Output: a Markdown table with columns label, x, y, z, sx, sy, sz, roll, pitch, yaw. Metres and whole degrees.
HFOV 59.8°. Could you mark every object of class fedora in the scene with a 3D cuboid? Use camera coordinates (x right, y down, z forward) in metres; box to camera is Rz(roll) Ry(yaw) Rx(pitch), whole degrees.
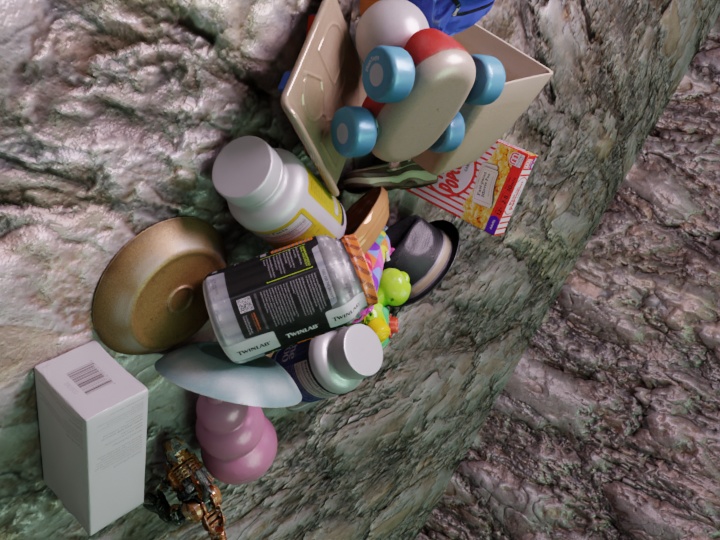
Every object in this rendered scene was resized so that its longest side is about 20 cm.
| label | x | y | z | sx | sy | sz | roll | pitch | yaw |
| --- | --- | --- | --- | --- | --- | --- | --- | --- | --- |
| fedora | 0.086 | -0.032 | 1.170 | 0.092 | 0.200 | 0.201 | 39 | 82 | -32 |

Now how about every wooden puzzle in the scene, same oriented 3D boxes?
| label | x | y | z | sx | sy | sz | roll | pitch | yaw |
| --- | --- | --- | --- | --- | --- | --- | --- | --- | --- |
| wooden puzzle | -0.048 | -0.224 | 0.801 | 0.185 | 0.046 | 0.200 | 59 | 40 | -60 |

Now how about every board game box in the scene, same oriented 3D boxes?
| label | x | y | z | sx | sy | sz | roll | pitch | yaw |
| --- | --- | --- | --- | --- | --- | --- | --- | --- | --- |
| board game box | 0.193 | -0.174 | 1.122 | 0.046 | 0.200 | 0.152 | -13 | 128 | -53 |

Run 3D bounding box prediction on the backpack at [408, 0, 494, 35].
| label | x | y | z | sx | sy | sz | roll | pitch | yaw |
| --- | --- | --- | --- | --- | --- | --- | --- | --- | --- |
| backpack | 0.119 | -0.407 | 0.807 | 0.162 | 0.168 | 0.200 | -28 | 144 | -34 |

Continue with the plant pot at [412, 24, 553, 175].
| label | x | y | z | sx | sy | sz | roll | pitch | yaw |
| --- | --- | --- | --- | --- | --- | --- | --- | --- | --- |
| plant pot | 0.135 | -0.265 | 0.963 | 0.200 | 0.200 | 0.177 | -27 | 150 | -45 |

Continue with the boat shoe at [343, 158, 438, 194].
| label | x | y | z | sx | sy | sz | roll | pitch | yaw |
| --- | --- | --- | --- | --- | --- | --- | --- | --- | --- |
| boat shoe | 0.046 | -0.172 | 1.044 | 0.202 | 0.075 | 0.075 | -12 | 93 | -46 |

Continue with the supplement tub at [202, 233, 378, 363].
| label | x | y | z | sx | sy | sz | roll | pitch | yaw |
| --- | --- | --- | --- | --- | --- | --- | --- | --- | --- |
| supplement tub | -0.086 | 0.030 | 0.792 | 0.200 | 0.123 | 0.123 | -19 | 144 | -3 |

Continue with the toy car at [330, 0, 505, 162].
| label | x | y | z | sx | sy | sz | roll | pitch | yaw |
| --- | --- | --- | --- | --- | --- | --- | --- | --- | --- |
| toy car | 0.043 | -0.262 | 0.798 | 0.184 | 0.200 | 0.177 | -10 | 153 | -35 |

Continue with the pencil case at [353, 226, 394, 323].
| label | x | y | z | sx | sy | sz | roll | pitch | yaw |
| --- | --- | --- | --- | --- | --- | --- | --- | --- | --- |
| pencil case | 0.000 | 0.000 | 1.022 | 0.200 | 0.088 | 0.089 | -67 | 169 | -54 |

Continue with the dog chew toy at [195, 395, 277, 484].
| label | x | y | z | sx | sy | sz | roll | pitch | yaw |
| --- | --- | --- | --- | --- | --- | --- | --- | --- | --- |
| dog chew toy | -0.203 | 0.249 | 0.986 | 0.125 | 0.124 | 0.200 | -41 | 142 | -30 |

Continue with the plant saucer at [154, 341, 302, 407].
| label | x | y | z | sx | sy | sz | roll | pitch | yaw |
| --- | --- | --- | --- | --- | --- | --- | --- | --- | --- |
| plant saucer | -0.170 | 0.130 | 0.840 | 0.201 | 0.201 | 0.039 | 11 | 96 | -61 |

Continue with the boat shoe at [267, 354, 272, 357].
| label | x | y | z | sx | sy | sz | roll | pitch | yaw |
| --- | --- | --- | --- | --- | --- | --- | --- | --- | --- |
| boat shoe | -0.150 | 0.098 | 0.969 | 0.072 | 0.076 | 0.200 | -17 | 134 | -56 |

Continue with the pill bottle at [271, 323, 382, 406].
| label | x | y | z | sx | sy | sz | roll | pitch | yaw |
| --- | --- | --- | --- | --- | --- | --- | --- | --- | --- |
| pill bottle | -0.061 | 0.151 | 1.021 | 0.200 | 0.111 | 0.111 | -25 | 179 | 43 |

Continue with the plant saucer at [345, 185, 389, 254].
| label | x | y | z | sx | sy | sz | roll | pitch | yaw |
| --- | --- | --- | --- | --- | --- | --- | --- | --- | --- |
| plant saucer | -0.022 | -0.041 | 0.947 | 0.200 | 0.037 | 0.200 | -47 | -167 | 14 |

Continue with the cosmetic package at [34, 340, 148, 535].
| label | x | y | z | sx | sy | sz | roll | pitch | yaw |
| --- | --- | --- | --- | --- | --- | --- | --- | --- | --- |
| cosmetic package | -0.321 | 0.203 | 0.750 | 0.081 | 0.113 | 0.200 | -26 | 140 | -46 |

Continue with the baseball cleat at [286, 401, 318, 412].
| label | x | y | z | sx | sy | sz | roll | pitch | yaw |
| --- | --- | --- | --- | --- | --- | --- | --- | --- | --- |
| baseball cleat | -0.067 | 0.215 | 1.224 | 0.200 | 0.070 | 0.107 | -43 | 148 | -26 |

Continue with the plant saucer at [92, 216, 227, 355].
| label | x | y | z | sx | sy | sz | roll | pitch | yaw |
| --- | --- | --- | --- | --- | --- | --- | --- | --- | --- |
| plant saucer | -0.238 | 0.030 | 0.794 | 0.200 | 0.035 | 0.201 | -39 | 146 | -32 |

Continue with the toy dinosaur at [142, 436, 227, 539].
| label | x | y | z | sx | sy | sz | roll | pitch | yaw |
| --- | --- | --- | --- | --- | --- | --- | --- | --- | --- |
| toy dinosaur | -0.260 | 0.352 | 0.963 | 0.102 | 0.136 | 0.201 | -4 | 80 | -40 |

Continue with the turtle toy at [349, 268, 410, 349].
| label | x | y | z | sx | sy | sz | roll | pitch | yaw |
| --- | --- | --- | --- | --- | --- | --- | --- | --- | --- |
| turtle toy | 0.015 | 0.081 | 1.109 | 0.101 | 0.146 | 0.200 | 4 | 126 | -46 |

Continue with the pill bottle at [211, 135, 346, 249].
| label | x | y | z | sx | sy | sz | roll | pitch | yaw |
| --- | --- | --- | --- | --- | --- | --- | --- | --- | --- |
| pill bottle | -0.103 | -0.091 | 0.813 | 0.111 | 0.111 | 0.200 | -56 | 153 | -4 |
